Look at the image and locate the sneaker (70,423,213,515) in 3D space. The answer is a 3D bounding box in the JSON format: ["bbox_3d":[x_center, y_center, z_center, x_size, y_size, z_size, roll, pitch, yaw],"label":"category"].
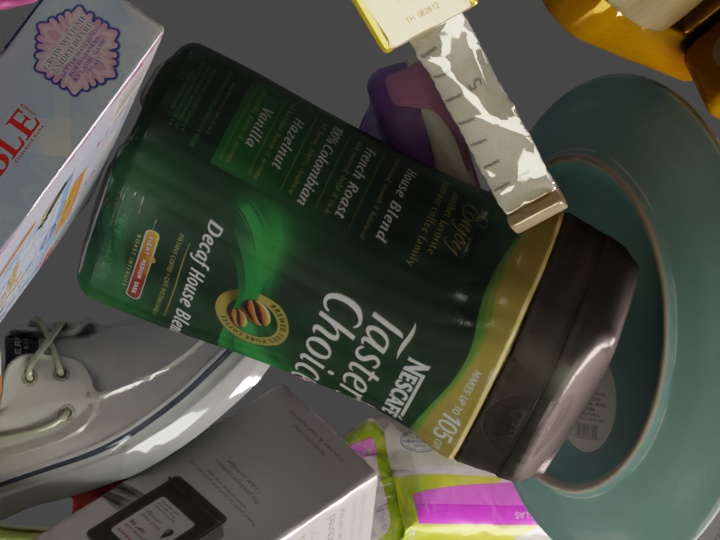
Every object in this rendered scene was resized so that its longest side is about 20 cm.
[{"bbox_3d":[-0.102,0.127,1.306,0.085,0.077,0.200,-40,148,-22],"label":"sneaker"}]

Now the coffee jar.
[{"bbox_3d":[0.000,0.000,1.084,0.200,0.085,0.104,24,135,1],"label":"coffee jar"}]

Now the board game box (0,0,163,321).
[{"bbox_3d":[-0.151,0.013,0.978,0.200,0.041,0.200,-56,-178,-20],"label":"board game box"}]

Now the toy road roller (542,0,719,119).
[{"bbox_3d":[0.173,-0.095,1.083,0.123,0.146,0.200,-40,145,27],"label":"toy road roller"}]

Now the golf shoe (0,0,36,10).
[{"bbox_3d":[-0.109,-0.161,0.855,0.075,0.092,0.200,-12,146,-14],"label":"golf shoe"}]

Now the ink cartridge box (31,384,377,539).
[{"bbox_3d":[-0.090,0.148,1.202,0.200,0.067,0.116,-32,149,-28],"label":"ink cartridge box"}]

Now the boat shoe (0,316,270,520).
[{"bbox_3d":[-0.133,0.055,1.195,0.200,0.074,0.067,-29,117,5],"label":"boat shoe"}]

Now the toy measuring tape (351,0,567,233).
[{"bbox_3d":[0.017,-0.106,1.006,0.073,0.074,0.200,-27,119,9],"label":"toy measuring tape"}]

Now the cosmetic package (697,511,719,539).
[{"bbox_3d":[0.253,0.060,1.310,0.200,0.165,0.165,1,115,-34],"label":"cosmetic package"}]

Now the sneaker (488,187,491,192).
[{"bbox_3d":[0.097,0.043,1.283,0.071,0.113,0.200,-18,149,-6],"label":"sneaker"}]

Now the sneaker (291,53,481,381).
[{"bbox_3d":[0.003,-0.010,1.182,0.088,0.081,0.200,-7,148,-6],"label":"sneaker"}]

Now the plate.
[{"bbox_3d":[0.093,0.021,1.149,0.026,0.200,0.200,1,143,-30],"label":"plate"}]

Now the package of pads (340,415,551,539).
[{"bbox_3d":[0.016,0.138,1.395,0.154,0.068,0.200,4,151,-36],"label":"package of pads"}]
